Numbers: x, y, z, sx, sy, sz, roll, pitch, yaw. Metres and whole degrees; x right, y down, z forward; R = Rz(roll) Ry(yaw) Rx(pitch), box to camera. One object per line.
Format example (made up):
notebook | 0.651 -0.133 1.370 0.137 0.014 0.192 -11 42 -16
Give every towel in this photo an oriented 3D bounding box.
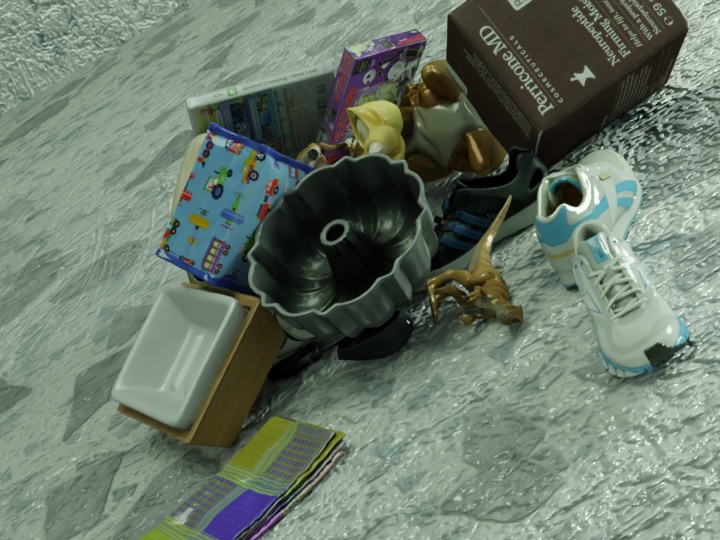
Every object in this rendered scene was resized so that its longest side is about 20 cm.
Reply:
towel | -0.112 0.208 1.424 0.200 0.023 0.143 -41 24 -20

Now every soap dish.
soap dish | -0.168 0.098 1.597 0.199 0.081 0.159 9 71 60

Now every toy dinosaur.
toy dinosaur | 0.116 0.011 1.503 0.105 0.061 0.201 -12 33 2

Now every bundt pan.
bundt pan | -0.009 -0.016 1.528 0.200 0.076 0.203 -19 46 20

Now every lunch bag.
lunch bag | -0.099 -0.049 1.648 0.094 0.199 0.152 25 92 36

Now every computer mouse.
computer mouse | -0.020 0.086 1.556 0.199 0.034 0.059 -22 19 43

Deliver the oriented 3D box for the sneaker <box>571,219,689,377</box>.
sneaker | 0.212 0.017 1.296 0.074 0.087 0.200 -29 23 5

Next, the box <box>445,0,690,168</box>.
box | 0.216 -0.236 1.642 0.199 0.167 0.164 -35 -12 -7

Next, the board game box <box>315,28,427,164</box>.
board game box | 0.006 -0.198 1.891 0.119 0.201 0.032 -17 53 -34

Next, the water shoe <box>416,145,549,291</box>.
water shoe | 0.106 -0.057 1.605 0.199 0.079 0.072 -33 21 -1

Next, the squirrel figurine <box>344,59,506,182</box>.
squirrel figurine | 0.074 -0.153 1.828 0.186 0.142 0.200 -33 5 29

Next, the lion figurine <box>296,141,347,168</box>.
lion figurine | -0.078 -0.088 1.875 0.201 0.072 0.123 -53 15 12

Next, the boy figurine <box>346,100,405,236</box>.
boy figurine | 0.020 -0.107 1.669 0.064 0.125 0.202 -7 60 3

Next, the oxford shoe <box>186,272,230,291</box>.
oxford shoe | -0.137 0.014 1.797 0.199 0.075 0.071 -9 31 45

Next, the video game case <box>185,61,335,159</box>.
video game case | -0.112 -0.166 1.901 0.180 0.201 0.022 -15 58 -5

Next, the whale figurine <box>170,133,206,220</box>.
whale figurine | -0.167 -0.078 1.798 0.103 0.161 0.200 14 22 -2

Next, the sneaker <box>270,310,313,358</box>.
sneaker | -0.052 0.022 1.677 0.081 0.076 0.200 -48 -1 43

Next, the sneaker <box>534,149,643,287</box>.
sneaker | 0.217 -0.071 1.481 0.076 0.081 0.201 -23 23 28
